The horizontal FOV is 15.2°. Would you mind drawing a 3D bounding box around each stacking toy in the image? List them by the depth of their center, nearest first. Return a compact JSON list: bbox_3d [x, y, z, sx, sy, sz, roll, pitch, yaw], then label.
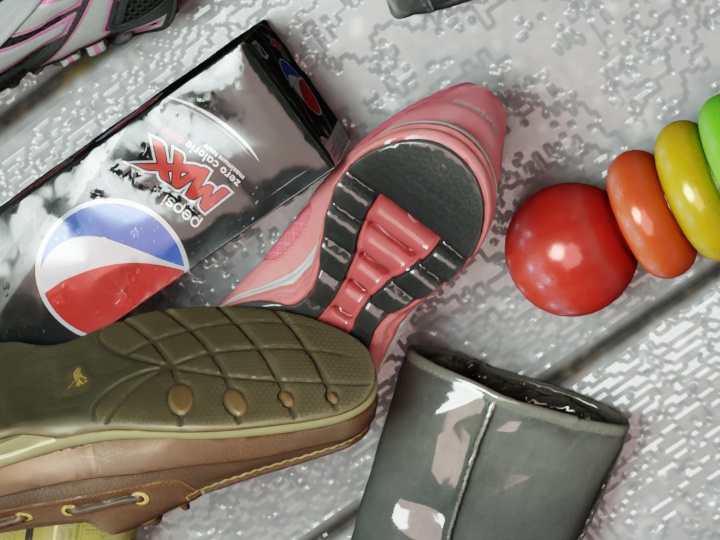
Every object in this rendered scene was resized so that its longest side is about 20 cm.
[{"bbox_3d":[0.150,-0.036,1.065,0.200,0.085,0.085,-26,99,17],"label":"stacking toy"}]

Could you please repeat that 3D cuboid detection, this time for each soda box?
[{"bbox_3d":[-0.104,-0.017,1.093,0.200,0.071,0.063,-35,98,12],"label":"soda box"}]

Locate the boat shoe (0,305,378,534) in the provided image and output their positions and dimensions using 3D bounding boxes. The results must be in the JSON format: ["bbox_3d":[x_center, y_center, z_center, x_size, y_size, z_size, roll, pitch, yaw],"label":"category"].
[{"bbox_3d":[-0.090,0.064,1.057,0.200,0.072,0.068,-8,130,5],"label":"boat shoe"}]

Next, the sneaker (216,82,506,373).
[{"bbox_3d":[0.000,0.000,1.090,0.074,0.087,0.200,39,128,-5],"label":"sneaker"}]

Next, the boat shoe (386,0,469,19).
[{"bbox_3d":[-0.002,-0.188,1.042,0.071,0.072,0.200,-24,102,6],"label":"boat shoe"}]

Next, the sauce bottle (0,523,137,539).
[{"bbox_3d":[-0.133,0.149,1.139,0.065,0.065,0.200,12,105,3],"label":"sauce bottle"}]

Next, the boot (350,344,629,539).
[{"bbox_3d":[-0.001,0.127,1.115,0.182,0.073,0.200,12,112,-14],"label":"boot"}]

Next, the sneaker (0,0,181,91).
[{"bbox_3d":[-0.115,-0.110,1.072,0.086,0.080,0.200,27,124,-36],"label":"sneaker"}]
